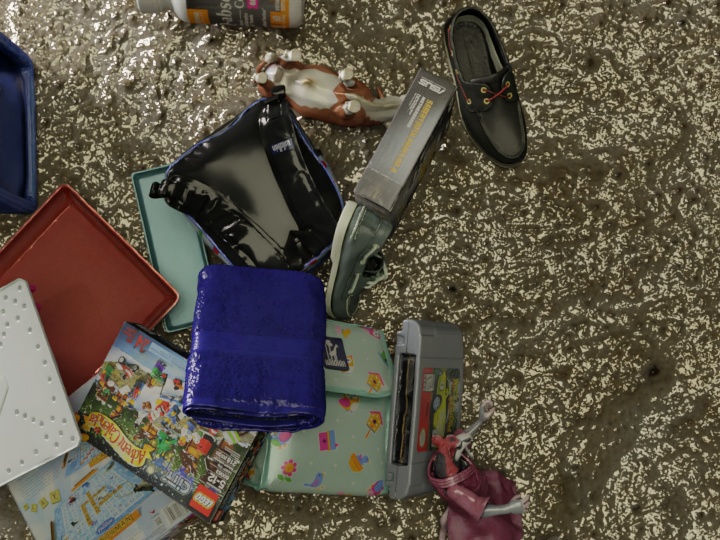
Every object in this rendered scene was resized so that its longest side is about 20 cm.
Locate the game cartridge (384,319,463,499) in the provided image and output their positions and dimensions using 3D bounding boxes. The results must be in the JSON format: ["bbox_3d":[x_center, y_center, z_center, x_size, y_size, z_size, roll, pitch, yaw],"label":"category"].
[{"bbox_3d":[0.077,0.159,1.403,0.041,0.133,0.202,4,88,25],"label":"game cartridge"}]

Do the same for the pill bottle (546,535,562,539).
[{"bbox_3d":[0.271,0.405,1.389,0.200,0.113,0.113,44,85,3],"label":"pill bottle"}]

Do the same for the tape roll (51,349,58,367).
[{"bbox_3d":[-0.439,0.142,1.400,0.201,0.037,0.204,-2,85,22],"label":"tape roll"}]

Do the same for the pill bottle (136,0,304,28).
[{"bbox_3d":[-0.166,-0.354,1.461,0.198,0.116,0.117,2,84,-1],"label":"pill bottle"}]

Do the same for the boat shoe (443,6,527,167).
[{"bbox_3d":[0.154,-0.224,1.481,0.073,0.063,0.203,-19,86,-5],"label":"boat shoe"}]

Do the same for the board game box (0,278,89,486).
[{"bbox_3d":[-0.415,0.141,1.357,0.199,0.026,0.201,-27,76,18],"label":"board game box"}]

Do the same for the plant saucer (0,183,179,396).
[{"bbox_3d":[-0.347,0.035,1.448,0.200,0.037,0.200,44,91,4],"label":"plant saucer"}]

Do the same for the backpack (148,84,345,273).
[{"bbox_3d":[-0.110,-0.078,1.416,0.200,0.154,0.191,-36,80,5],"label":"backpack"}]

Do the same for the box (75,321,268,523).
[{"bbox_3d":[-0.203,0.163,1.315,0.199,0.038,0.137,29,92,19],"label":"box"}]

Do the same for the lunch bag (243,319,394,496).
[{"bbox_3d":[-0.051,0.152,1.384,0.169,0.122,0.201,9,82,-27],"label":"lunch bag"}]

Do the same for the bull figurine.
[{"bbox_3d":[-0.036,-0.212,1.452,0.199,0.121,0.066,14,85,6],"label":"bull figurine"}]

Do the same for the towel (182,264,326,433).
[{"bbox_3d":[-0.110,0.084,1.293,0.147,0.050,0.201,6,48,-7],"label":"towel"}]

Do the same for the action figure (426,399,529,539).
[{"bbox_3d":[0.116,0.246,1.380,0.148,0.200,0.134,-26,40,13],"label":"action figure"}]

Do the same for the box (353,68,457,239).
[{"bbox_3d":[0.051,-0.129,1.398,0.048,0.200,0.159,27,83,5],"label":"box"}]

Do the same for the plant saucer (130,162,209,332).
[{"bbox_3d":[-0.224,-0.029,1.474,0.069,0.019,0.201,-14,84,-2],"label":"plant saucer"}]

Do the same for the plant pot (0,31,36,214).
[{"bbox_3d":[-0.491,-0.170,1.400,0.178,0.200,0.202,-4,84,5],"label":"plant pot"}]

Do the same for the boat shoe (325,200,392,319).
[{"bbox_3d":[0.000,0.000,1.389,0.061,0.201,0.073,17,55,7],"label":"boat shoe"}]

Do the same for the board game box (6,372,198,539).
[{"bbox_3d":[-0.296,0.240,1.380,0.200,0.041,0.200,-36,74,13],"label":"board game box"}]
